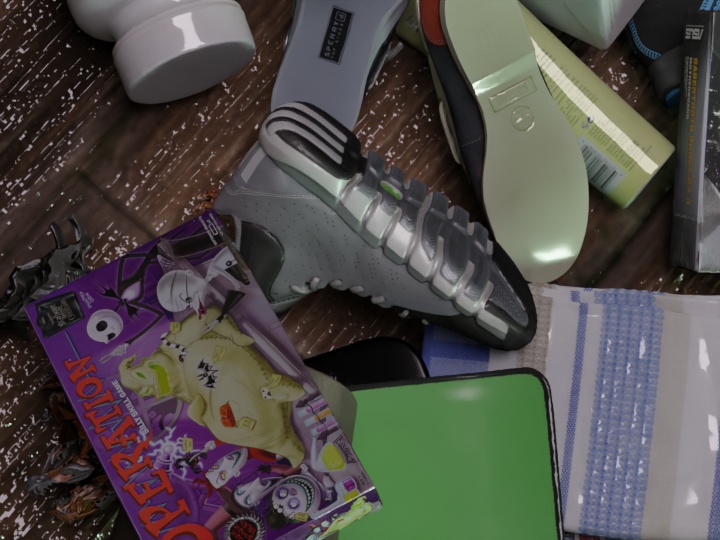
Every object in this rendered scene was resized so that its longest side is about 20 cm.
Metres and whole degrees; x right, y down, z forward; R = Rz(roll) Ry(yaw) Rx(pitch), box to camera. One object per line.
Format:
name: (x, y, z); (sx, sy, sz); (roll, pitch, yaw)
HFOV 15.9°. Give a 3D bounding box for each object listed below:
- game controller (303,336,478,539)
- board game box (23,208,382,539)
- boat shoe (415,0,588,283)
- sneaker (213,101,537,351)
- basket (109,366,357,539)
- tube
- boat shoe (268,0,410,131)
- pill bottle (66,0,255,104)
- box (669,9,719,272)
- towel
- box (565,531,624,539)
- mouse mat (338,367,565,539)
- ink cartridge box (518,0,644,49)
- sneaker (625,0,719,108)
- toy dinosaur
game controller: (0.011, 0.141, 1.477); (0.104, 0.042, 0.201); (-21, 76, 18)
board game box: (-0.085, 0.070, 1.346); (0.120, 0.032, 0.201); (-30, 58, -3)
boat shoe: (0.082, -0.090, 1.550); (0.071, 0.063, 0.201); (-25, 108, -18)
sneaker: (0.000, 0.000, 1.494); (0.200, 0.116, 0.075); (40, 28, -8)
basket: (-0.075, 0.154, 1.391); (0.135, 0.180, 0.201); (11, 71, 3)
tube: (0.105, -0.122, 1.588); (0.200, 0.052, 0.058); (40, 72, 2)
boat shoe: (-0.010, -0.142, 1.561); (0.073, 0.068, 0.201); (17, 64, -6)
pill bottle: (-0.134, -0.207, 1.532); (0.110, 0.111, 0.201); (-18, 77, -17)
box: (0.293, -0.077, 1.581); (0.198, 0.048, 0.160); (2, 95, -16)
towel: (0.129, 0.081, 1.494); (0.198, 0.024, 0.148); (4, 77, 13)
box: (0.155, 0.117, 1.531); (0.118, 0.042, 0.201); (-3, 71, -13)
mouse mat: (0.016, 0.142, 1.458); (0.198, 0.008, 0.162); (-6, 77, 9)
ink cartridge box: (0.158, -0.249, 1.613); (0.116, 0.068, 0.200); (27, 67, 24)
sneaker: (0.258, -0.180, 1.630); (0.199, 0.073, 0.082); (-26, 78, -19)
toy dinosaur: (-0.141, 0.042, 1.478); (0.135, 0.102, 0.201); (36, 50, -15)
